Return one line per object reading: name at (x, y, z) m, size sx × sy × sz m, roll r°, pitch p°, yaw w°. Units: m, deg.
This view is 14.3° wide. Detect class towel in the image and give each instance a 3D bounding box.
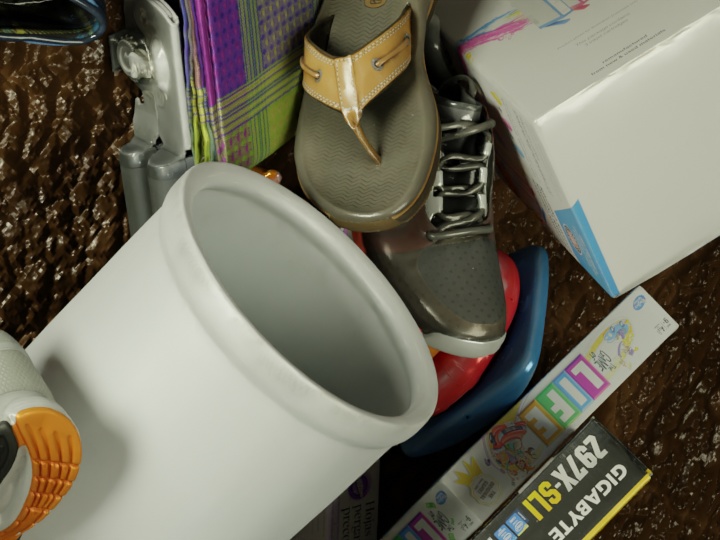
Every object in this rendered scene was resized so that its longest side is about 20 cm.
towel at (-0.058, -0.159, 1.479) m, size 0.144 × 0.023 × 0.201 m, roll -43°, pitch 132°, yaw -55°

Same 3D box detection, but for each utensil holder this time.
utensil holder at (-0.089, 0.073, 1.424) m, size 0.170 × 0.170 × 0.200 m, roll 27°, pitch 120°, yaw -41°

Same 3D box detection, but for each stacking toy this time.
stacking toy at (0.000, 0.000, 1.572) m, size 0.200 × 0.116 × 0.110 m, roll 33°, pitch 39°, yaw -23°

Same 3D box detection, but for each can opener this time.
can opener at (-0.088, -0.055, 1.502) m, size 0.067 × 0.053 × 0.201 m, roll -21°, pitch 118°, yaw -30°

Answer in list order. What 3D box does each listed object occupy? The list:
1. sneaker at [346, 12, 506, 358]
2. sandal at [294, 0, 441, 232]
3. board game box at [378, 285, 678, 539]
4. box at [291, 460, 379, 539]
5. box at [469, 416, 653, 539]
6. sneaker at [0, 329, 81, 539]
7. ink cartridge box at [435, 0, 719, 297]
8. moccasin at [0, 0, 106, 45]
sneaker at (0.038, -0.052, 1.517) m, size 0.077 × 0.082 × 0.201 m, roll -3°, pitch 62°, yaw -34°
sandal at (0.004, -0.115, 1.495) m, size 0.055 × 0.081 × 0.201 m, roll 48°, pitch 47°, yaw -57°
board game box at (0.085, 0.103, 1.619) m, size 0.034 × 0.135 × 0.200 m, roll 45°, pitch 52°, yaw 5°
box at (-0.017, 0.199, 1.649) m, size 0.039 × 0.041 × 0.201 m, roll -12°, pitch 111°, yaw -38°
box at (0.079, 0.160, 1.561) m, size 0.049 × 0.200 × 0.160 m, roll 43°, pitch 82°, yaw 6°
sneaker at (-0.199, 0.112, 1.366) m, size 0.075 × 0.092 × 0.200 m, roll 14°, pitch 124°, yaw -36°
ink cartridge box at (0.127, -0.104, 1.577) m, size 0.125 × 0.200 × 0.129 m, roll -32°, pitch 124°, yaw -6°
moccasin at (-0.201, -0.146, 1.356) m, size 0.199 × 0.068 × 0.081 m, roll -2°, pitch 137°, yaw -37°
